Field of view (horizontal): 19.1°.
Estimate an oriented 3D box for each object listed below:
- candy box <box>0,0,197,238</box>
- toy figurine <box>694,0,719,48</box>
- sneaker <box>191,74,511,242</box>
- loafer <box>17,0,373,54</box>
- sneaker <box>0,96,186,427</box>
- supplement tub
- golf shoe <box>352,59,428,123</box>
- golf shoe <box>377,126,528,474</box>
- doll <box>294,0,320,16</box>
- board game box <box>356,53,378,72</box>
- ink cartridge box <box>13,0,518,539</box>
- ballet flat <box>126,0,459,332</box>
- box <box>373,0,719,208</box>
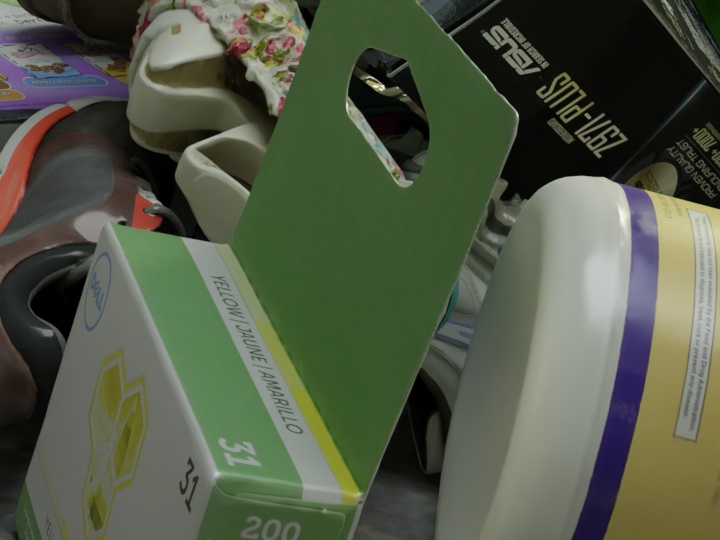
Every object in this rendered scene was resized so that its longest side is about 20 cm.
[{"bbox_3d":[-0.170,-0.072,0.863,0.167,0.072,0.199,-7,32,-46],"label":"candy box"},{"bbox_3d":[0.193,-0.055,0.908,0.183,0.202,0.150,12,-17,-34],"label":"toy figurine"},{"bbox_3d":[0.000,0.000,0.806,0.120,0.084,0.200,25,37,1],"label":"sneaker"},{"bbox_3d":[-0.051,-0.125,0.878,0.199,0.077,0.067,-9,31,-44],"label":"loafer"},{"bbox_3d":[-0.087,0.000,0.716,0.081,0.078,0.200,-5,27,20],"label":"sneaker"},{"bbox_3d":[0.133,0.062,0.655,0.198,0.146,0.146,14,21,-5],"label":"supplement tub"},{"bbox_3d":[0.062,-0.061,0.966,0.094,0.078,0.199,36,43,25],"label":"golf shoe"},{"bbox_3d":[0.059,0.039,0.768,0.199,0.098,0.078,36,-5,-22],"label":"golf shoe"},{"bbox_3d":[-0.047,-0.139,0.775,0.137,0.048,0.200,48,8,38],"label":"doll"},{"bbox_3d":[-0.038,-0.160,1.075,0.200,0.064,0.147,37,-4,45],"label":"board game box"},{"bbox_3d":[-0.034,0.021,0.558,0.048,0.201,0.146,9,23,-22],"label":"ink cartridge box"},{"bbox_3d":[-0.038,-0.045,0.704,0.063,0.076,0.200,-3,38,-36],"label":"ballet flat"},{"bbox_3d":[0.056,-0.123,0.804,0.164,0.086,0.201,39,24,-48],"label":"box"}]
